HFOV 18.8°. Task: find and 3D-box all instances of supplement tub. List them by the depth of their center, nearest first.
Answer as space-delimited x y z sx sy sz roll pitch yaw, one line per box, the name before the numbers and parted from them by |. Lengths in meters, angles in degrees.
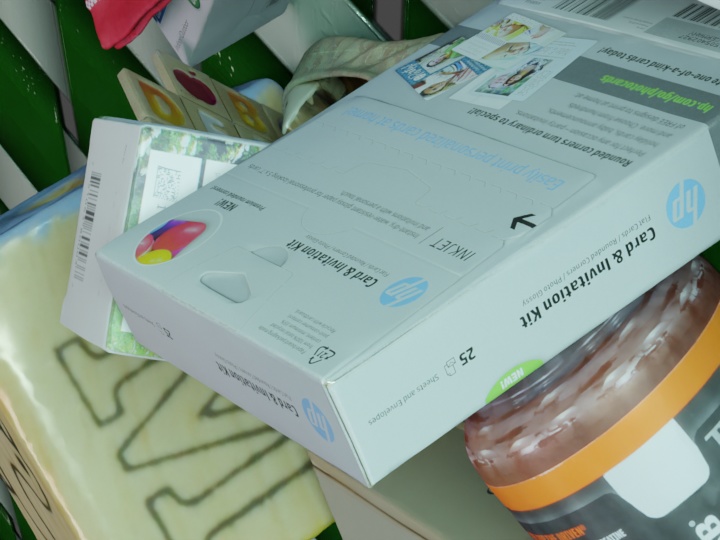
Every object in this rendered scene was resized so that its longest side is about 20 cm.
supplement tub | 0.107 0.067 0.727 0.200 0.107 0.107 48 162 -11

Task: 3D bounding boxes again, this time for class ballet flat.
ballet flat | -0.002 -0.064 0.915 0.068 0.062 0.200 59 161 -9

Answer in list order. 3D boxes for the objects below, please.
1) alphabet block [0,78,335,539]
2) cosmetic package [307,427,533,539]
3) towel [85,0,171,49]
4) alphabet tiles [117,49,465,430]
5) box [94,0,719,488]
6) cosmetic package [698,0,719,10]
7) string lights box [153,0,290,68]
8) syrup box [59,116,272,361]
alphabet block | -0.097 0.042 1.095 0.201 0.195 0.195 60 165 -8
cosmetic package | 0.074 0.109 0.931 0.200 0.103 0.074 24 141 56
towel | -0.129 -0.195 0.911 0.201 0.022 0.144 61 158 -6
alphabet tiles | -0.022 -0.015 0.925 0.166 0.006 0.201 24 -153 -43
box | 0.036 -0.025 0.673 0.156 0.199 0.041 24 142 56
cosmetic package | 0.053 -0.181 0.581 0.150 0.052 0.201 26 146 30
string lights box | -0.100 -0.200 0.952 0.201 0.059 0.103 56 160 7
syrup box | 0.000 0.000 0.789 0.081 0.198 0.080 -164 83 -70
